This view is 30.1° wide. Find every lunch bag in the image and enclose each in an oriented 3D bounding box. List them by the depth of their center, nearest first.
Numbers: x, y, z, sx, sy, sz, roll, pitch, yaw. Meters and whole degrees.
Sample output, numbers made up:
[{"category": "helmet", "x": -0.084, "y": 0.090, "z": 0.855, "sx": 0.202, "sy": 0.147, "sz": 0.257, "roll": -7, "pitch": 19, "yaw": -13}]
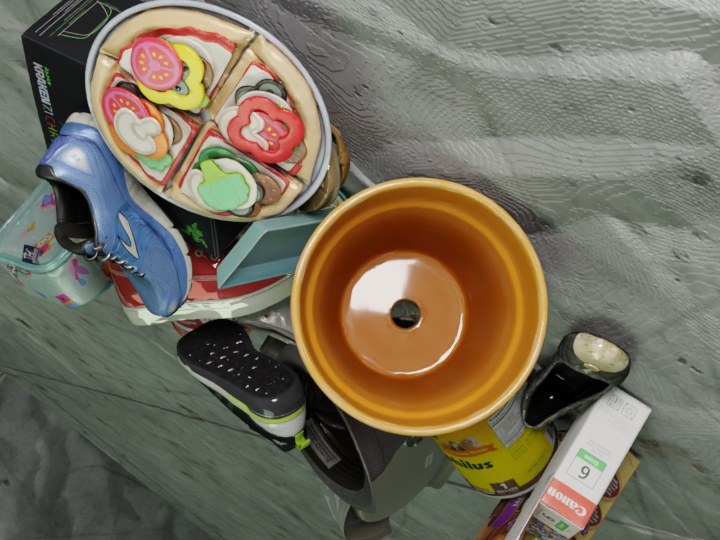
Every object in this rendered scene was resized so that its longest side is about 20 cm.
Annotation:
[{"category": "lunch bag", "x": -0.279, "y": -0.058, "z": 1.353, "sx": 0.160, "sy": 0.200, "sz": 0.077, "roll": 15, "pitch": 150, "yaw": 46}]

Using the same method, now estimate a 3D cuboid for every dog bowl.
[{"category": "dog bowl", "x": 0.038, "y": 0.217, "z": 1.518, "sx": 0.059, "sy": 0.200, "sz": 0.200, "roll": 41, "pitch": 165, "yaw": 28}]

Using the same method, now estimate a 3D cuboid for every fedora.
[{"category": "fedora", "x": -0.005, "y": 0.138, "z": 1.295, "sx": 0.177, "sy": 0.090, "sz": 0.200, "roll": 66, "pitch": 159, "yaw": -8}]

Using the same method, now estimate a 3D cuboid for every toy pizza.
[{"category": "toy pizza", "x": -0.119, "y": -0.111, "z": 1.006, "sx": 0.200, "sy": 0.032, "sz": 0.200, "roll": 12, "pitch": 134, "yaw": 13}]

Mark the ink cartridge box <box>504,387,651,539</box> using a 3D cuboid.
[{"category": "ink cartridge box", "x": 0.191, "y": 0.210, "z": 1.244, "sx": 0.050, "sy": 0.200, "sz": 0.109, "roll": 32, "pitch": 160, "yaw": 6}]

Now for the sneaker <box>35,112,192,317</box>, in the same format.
[{"category": "sneaker", "x": -0.215, "y": -0.032, "z": 1.134, "sx": 0.078, "sy": 0.089, "sz": 0.200, "roll": 7, "pitch": 137, "yaw": 41}]

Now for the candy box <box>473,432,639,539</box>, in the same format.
[{"category": "candy box", "x": 0.185, "y": 0.255, "z": 1.355, "sx": 0.056, "sy": 0.200, "sz": 0.117, "roll": 42, "pitch": 159, "yaw": -13}]

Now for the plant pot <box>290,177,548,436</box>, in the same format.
[{"category": "plant pot", "x": 0.042, "y": 0.033, "z": 1.120, "sx": 0.200, "sy": 0.200, "sz": 0.183, "roll": 34, "pitch": 176, "yaw": 0}]

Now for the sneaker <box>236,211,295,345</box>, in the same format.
[{"category": "sneaker", "x": -0.097, "y": -0.005, "z": 1.323, "sx": 0.200, "sy": 0.116, "sz": 0.074, "roll": 40, "pitch": 161, "yaw": -14}]

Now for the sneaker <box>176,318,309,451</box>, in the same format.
[{"category": "sneaker", "x": -0.115, "y": 0.118, "z": 1.301, "sx": 0.200, "sy": 0.072, "sz": 0.083, "roll": 35, "pitch": 146, "yaw": 50}]

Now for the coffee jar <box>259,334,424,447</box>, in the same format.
[{"category": "coffee jar", "x": -0.003, "y": 0.097, "z": 1.421, "sx": 0.200, "sy": 0.104, "sz": 0.085, "roll": 29, "pitch": 173, "yaw": 13}]

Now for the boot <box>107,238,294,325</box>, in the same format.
[{"category": "boot", "x": -0.153, "y": -0.030, "z": 1.243, "sx": 0.200, "sy": 0.072, "sz": 0.144, "roll": -9, "pitch": 120, "yaw": 17}]

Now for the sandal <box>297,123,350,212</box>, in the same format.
[{"category": "sandal", "x": -0.038, "y": -0.091, "z": 1.116, "sx": 0.200, "sy": 0.054, "sz": 0.080, "roll": -175, "pitch": 75, "yaw": -79}]

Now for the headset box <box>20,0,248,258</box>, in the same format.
[{"category": "headset box", "x": -0.171, "y": -0.126, "z": 1.145, "sx": 0.200, "sy": 0.093, "sz": 0.174, "roll": 27, "pitch": 146, "yaw": 18}]

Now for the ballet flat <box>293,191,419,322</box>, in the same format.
[{"category": "ballet flat", "x": 0.000, "y": 0.000, "z": 1.259, "sx": 0.076, "sy": 0.064, "sz": 0.200, "roll": 2, "pitch": 143, "yaw": 52}]

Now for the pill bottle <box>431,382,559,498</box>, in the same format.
[{"category": "pill bottle", "x": 0.115, "y": 0.134, "z": 1.321, "sx": 0.109, "sy": 0.109, "sz": 0.200, "roll": 15, "pitch": 152, "yaw": 41}]

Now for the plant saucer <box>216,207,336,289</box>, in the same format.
[{"category": "plant saucer", "x": -0.043, "y": -0.025, "z": 1.110, "sx": 0.019, "sy": 0.200, "sz": 0.070, "roll": 49, "pitch": 119, "yaw": 15}]

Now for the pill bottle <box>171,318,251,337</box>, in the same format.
[{"category": "pill bottle", "x": -0.174, "y": -0.001, "z": 1.454, "sx": 0.109, "sy": 0.110, "sz": 0.200, "roll": 27, "pitch": 159, "yaw": 18}]

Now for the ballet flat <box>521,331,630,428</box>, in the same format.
[{"category": "ballet flat", "x": 0.194, "y": 0.102, "z": 1.204, "sx": 0.066, "sy": 0.057, "sz": 0.200, "roll": 31, "pitch": 160, "yaw": 5}]
